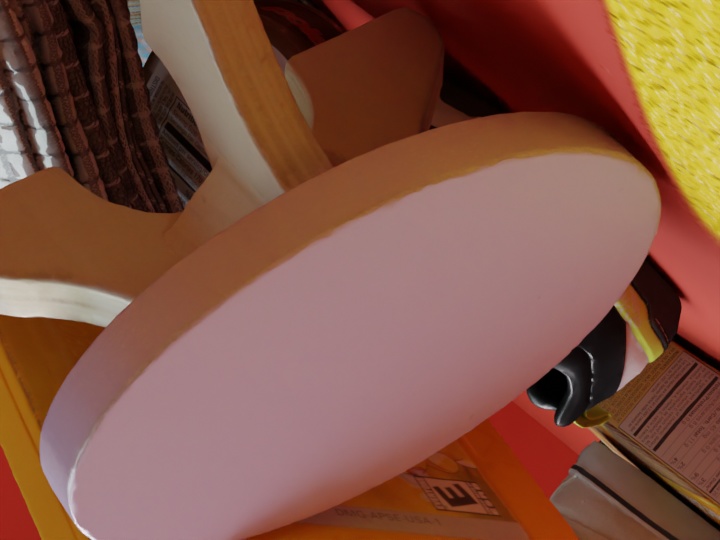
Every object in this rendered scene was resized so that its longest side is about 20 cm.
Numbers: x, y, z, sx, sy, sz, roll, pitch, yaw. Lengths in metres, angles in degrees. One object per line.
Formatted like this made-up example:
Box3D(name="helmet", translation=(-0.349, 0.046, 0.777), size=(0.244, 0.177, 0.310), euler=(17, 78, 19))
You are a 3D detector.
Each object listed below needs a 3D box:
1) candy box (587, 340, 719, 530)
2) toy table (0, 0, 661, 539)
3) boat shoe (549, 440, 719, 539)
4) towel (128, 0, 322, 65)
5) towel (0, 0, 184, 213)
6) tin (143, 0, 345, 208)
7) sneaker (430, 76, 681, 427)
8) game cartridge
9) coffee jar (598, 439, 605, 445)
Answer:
Box3D(name="candy box", translation=(0.168, 0.087, 0.894), size=(0.115, 0.055, 0.200), euler=(42, 177, -35))
Box3D(name="toy table", translation=(-0.024, -0.010, 0.580), size=(0.117, 0.200, 0.184), euler=(48, 141, 34))
Box3D(name="boat shoe", translation=(0.142, 0.157, 0.841), size=(0.202, 0.086, 0.075), euler=(37, 176, 44))
Box3D(name="towel", translation=(-0.097, -0.118, 0.802), size=(0.146, 0.022, 0.200), euler=(0, 158, 25))
Box3D(name="towel", translation=(-0.161, -0.061, 0.748), size=(0.165, 0.086, 0.200), euler=(2, 124, 30))
Box3D(name="tin", translation=(-0.063, -0.018, 0.784), size=(0.112, 0.200, 0.042), euler=(43, -149, 20))
Box3D(name="sneaker", translation=(0.048, -0.004, 0.730), size=(0.200, 0.083, 0.072), euler=(42, 178, -29))
Box3D(name="game cartridge", translation=(-0.031, 0.058, 0.665), size=(0.200, 0.032, 0.176), euler=(13, -155, -34))
Box3D(name="coffee jar", translation=(0.146, 0.174, 1.130), size=(0.104, 0.200, 0.085), euler=(39, 177, 39))
